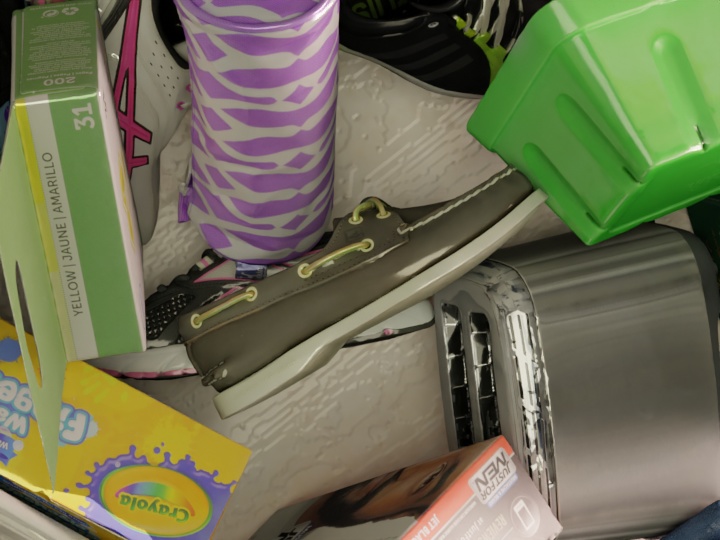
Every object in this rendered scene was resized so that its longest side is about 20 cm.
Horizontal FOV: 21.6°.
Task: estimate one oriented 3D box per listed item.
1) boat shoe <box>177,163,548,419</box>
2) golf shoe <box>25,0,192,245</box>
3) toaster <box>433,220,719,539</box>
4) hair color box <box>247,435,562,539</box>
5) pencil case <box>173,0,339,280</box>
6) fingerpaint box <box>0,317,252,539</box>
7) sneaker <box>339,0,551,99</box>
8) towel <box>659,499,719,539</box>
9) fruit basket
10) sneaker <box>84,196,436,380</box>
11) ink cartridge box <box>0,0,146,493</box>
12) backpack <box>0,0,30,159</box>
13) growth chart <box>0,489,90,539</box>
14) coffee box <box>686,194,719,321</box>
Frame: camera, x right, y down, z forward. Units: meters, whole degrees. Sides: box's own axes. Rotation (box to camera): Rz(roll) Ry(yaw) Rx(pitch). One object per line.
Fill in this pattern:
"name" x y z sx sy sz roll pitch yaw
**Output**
"boat shoe" 0.000 0.000 0.959 0.201 0.072 0.060 -33 84 7
"golf shoe" -0.116 -0.090 0.981 0.092 0.073 0.201 0 131 3
"toaster" 0.118 0.055 1.011 0.129 0.114 0.201 -10 101 -22
"hair color box" -0.004 0.159 0.978 0.111 0.200 0.064 -40 101 -41
"pencil case" -0.053 -0.086 0.939 0.085 0.200 0.084 10 53 3
"fingerpaint box" -0.170 0.089 0.983 0.199 0.167 0.074 28 72 -5
"sneaker" 0.039 -0.132 0.983 0.199 0.083 0.072 8 90 -32
"towel" 0.151 0.206 1.030 0.200 0.049 0.111 -41 142 21
"fruit basket" 0.150 -0.143 0.967 0.214 0.156 0.217 6 65 -13
"sneaker" -0.063 0.009 1.039 0.199 0.080 0.087 -11 85 -10
"ink cartridge box" -0.130 -0.018 0.868 0.048 0.200 0.146 -9 123 -4
"backpack" -0.250 -0.091 0.971 0.182 0.135 0.201 9 128 20
"growth chart" -0.198 0.128 0.980 0.145 0.200 0.018 36 69 -27
"coffee box" 0.228 0.015 0.984 0.044 0.200 0.124 -19 96 -3
